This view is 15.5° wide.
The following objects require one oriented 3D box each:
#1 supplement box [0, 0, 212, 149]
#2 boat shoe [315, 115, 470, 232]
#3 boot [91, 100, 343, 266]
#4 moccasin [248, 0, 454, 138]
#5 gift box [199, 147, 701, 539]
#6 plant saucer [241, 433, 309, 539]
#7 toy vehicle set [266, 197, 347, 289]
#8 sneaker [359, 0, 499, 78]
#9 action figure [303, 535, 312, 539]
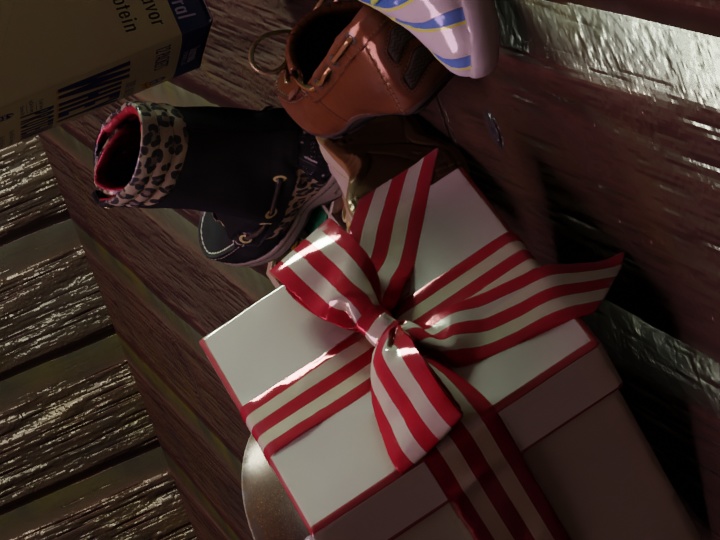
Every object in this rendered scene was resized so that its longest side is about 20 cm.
[{"bbox_3d":[-0.224,-0.191,1.647,0.134,0.199,0.201,132,114,-79],"label":"supplement box"},{"bbox_3d":[0.027,-0.034,1.487,0.200,0.073,0.069,-115,4,-64],"label":"boat shoe"},{"bbox_3d":[-0.102,-0.057,1.645,0.203,0.153,0.074,-35,59,58],"label":"boot"},{"bbox_3d":[-0.011,-0.116,1.437,0.078,0.074,0.201,43,174,-11],"label":"moccasin"},{"bbox_3d":[0.049,0.064,1.308,0.185,0.200,0.187,48,174,48],"label":"gift box"},{"bbox_3d":[0.008,0.169,1.779,0.034,0.200,0.201,-37,72,36],"label":"plant saucer"},{"bbox_3d":[0.000,0.000,1.647,0.200,0.026,0.125,52,137,50],"label":"toy vehicle set"},{"bbox_3d":[-0.010,-0.157,1.313,0.076,0.105,0.200,82,161,-54],"label":"sneaker"},{"bbox_3d":[0.018,0.150,1.527,0.134,0.149,0.200,59,163,-18],"label":"action figure"}]
